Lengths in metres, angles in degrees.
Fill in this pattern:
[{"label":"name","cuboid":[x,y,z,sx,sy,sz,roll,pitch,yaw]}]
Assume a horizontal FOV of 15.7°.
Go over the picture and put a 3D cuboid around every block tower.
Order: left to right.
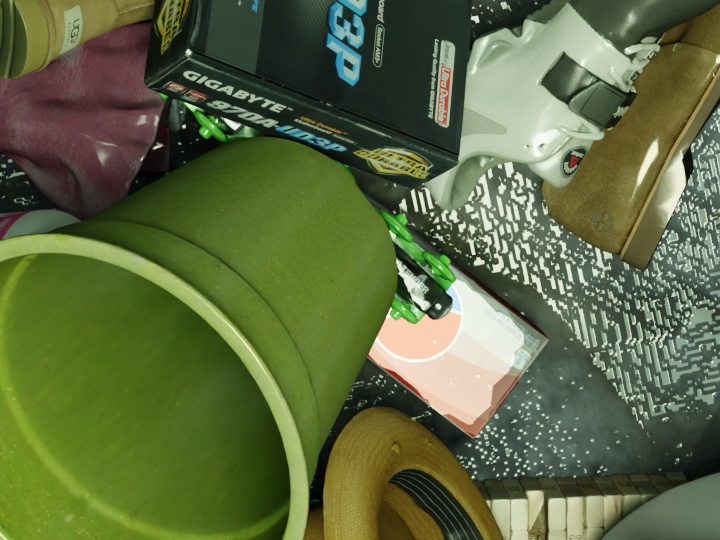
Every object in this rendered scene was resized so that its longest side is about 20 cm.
[{"label":"block tower","cuboid":[0.087,0.142,1.402,0.199,0.054,0.058,0,98,-2]}]

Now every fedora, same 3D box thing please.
[{"label":"fedora","cuboid":[0.013,0.168,1.299,0.082,0.201,0.201,-19,98,25]}]

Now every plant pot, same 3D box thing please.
[{"label":"plant pot","cuboid":[-0.075,0.030,1.219,0.199,0.190,0.201,13,123,20]}]

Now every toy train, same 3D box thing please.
[{"label":"toy train","cuboid":[-0.029,-0.048,1.312,0.200,0.056,0.042,44,88,-6]}]

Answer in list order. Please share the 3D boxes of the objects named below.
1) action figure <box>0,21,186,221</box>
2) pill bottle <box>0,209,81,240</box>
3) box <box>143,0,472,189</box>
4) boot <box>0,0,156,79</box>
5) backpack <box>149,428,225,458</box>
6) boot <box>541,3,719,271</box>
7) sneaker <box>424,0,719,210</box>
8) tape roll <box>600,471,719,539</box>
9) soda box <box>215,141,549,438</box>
[{"label":"action figure","cuboid":[-0.189,-0.087,1.361,0.199,0.134,0.149,10,130,2]},{"label":"pill bottle","cuboid":[-0.232,0.032,1.324,0.199,0.113,0.114,-5,98,25]},{"label":"box","cuboid":[-0.018,-0.158,1.291,0.158,0.046,0.201,20,63,-29]},{"label":"boot","cuboid":[-0.146,-0.168,1.313,0.175,0.200,0.066,39,132,24]},{"label":"backpack","cuboid":[-0.115,0.173,1.344,0.162,0.168,0.201,-10,96,-3]},{"label":"boot","cuboid":[0.159,-0.105,1.369,0.075,0.074,0.201,26,97,8]},{"label":"sneaker","cuboid":[0.111,-0.092,1.336,0.199,0.074,0.089,-26,75,28]},{"label":"tape roll","cuboid":[0.203,0.201,1.366,0.199,0.066,0.201,-7,123,-11]},{"label":"soda box","cuboid":[0.000,0.000,1.378,0.200,0.063,0.070,38,93,-5]}]
